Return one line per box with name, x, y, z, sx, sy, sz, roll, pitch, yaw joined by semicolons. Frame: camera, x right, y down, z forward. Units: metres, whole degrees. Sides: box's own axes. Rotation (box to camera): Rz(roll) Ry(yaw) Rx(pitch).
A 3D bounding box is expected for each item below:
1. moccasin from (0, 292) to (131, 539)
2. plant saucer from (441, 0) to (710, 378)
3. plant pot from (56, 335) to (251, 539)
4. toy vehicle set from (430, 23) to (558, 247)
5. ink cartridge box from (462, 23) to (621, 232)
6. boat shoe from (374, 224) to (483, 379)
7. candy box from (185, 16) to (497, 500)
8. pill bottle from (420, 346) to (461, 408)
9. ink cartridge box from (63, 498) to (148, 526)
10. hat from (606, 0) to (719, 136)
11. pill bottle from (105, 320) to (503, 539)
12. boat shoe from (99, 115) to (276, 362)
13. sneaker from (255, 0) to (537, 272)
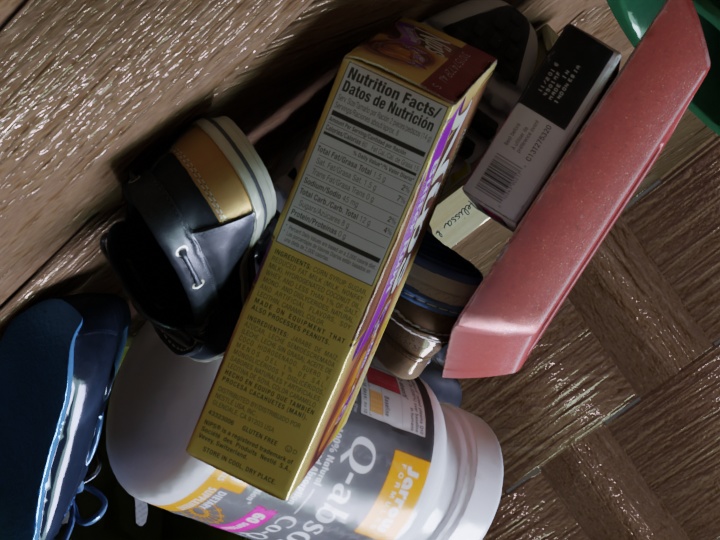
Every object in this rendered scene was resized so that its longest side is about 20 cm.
moccasin;-0.159;0.097;1.170;0.068;0.080;0.200;-23;150;-50
plant saucer;0.111;-0.031;1.156;0.200;0.037;0.200;-57;175;-8
plant pot;-0.157;0.144;1.341;0.200;0.201;0.184;-34;-175;-18
toy vehicle set;0.046;-0.053;1.342;0.200;0.027;0.124;-37;-158;17
ink cartridge box;0.095;-0.066;1.164;0.095;0.037;0.200;-58;172;2
boat shoe;0.000;0.000;1.226;0.072;0.072;0.200;-65;-161;9
candy box;-0.007;-0.008;1.040;0.200;0.056;0.117;-66;174;18
pill bottle;-0.002;0.107;1.372;0.106;0.106;0.200;70;36;-84
ink cartridge box;-0.177;0.197;1.462;0.160;0.200;0.047;-32;170;-32
hat;0.252;-0.176;1.312;0.176;0.200;0.166;-42;147;-8
pill bottle;-0.027;0.093;1.225;0.200;0.116;0.116;23;133;-34
boat shoe;-0.083;-0.005;1.039;0.062;0.075;0.200;-32;167;-19
sneaker;0.005;-0.065;1.145;0.200;0.075;0.081;-44;-161;14
